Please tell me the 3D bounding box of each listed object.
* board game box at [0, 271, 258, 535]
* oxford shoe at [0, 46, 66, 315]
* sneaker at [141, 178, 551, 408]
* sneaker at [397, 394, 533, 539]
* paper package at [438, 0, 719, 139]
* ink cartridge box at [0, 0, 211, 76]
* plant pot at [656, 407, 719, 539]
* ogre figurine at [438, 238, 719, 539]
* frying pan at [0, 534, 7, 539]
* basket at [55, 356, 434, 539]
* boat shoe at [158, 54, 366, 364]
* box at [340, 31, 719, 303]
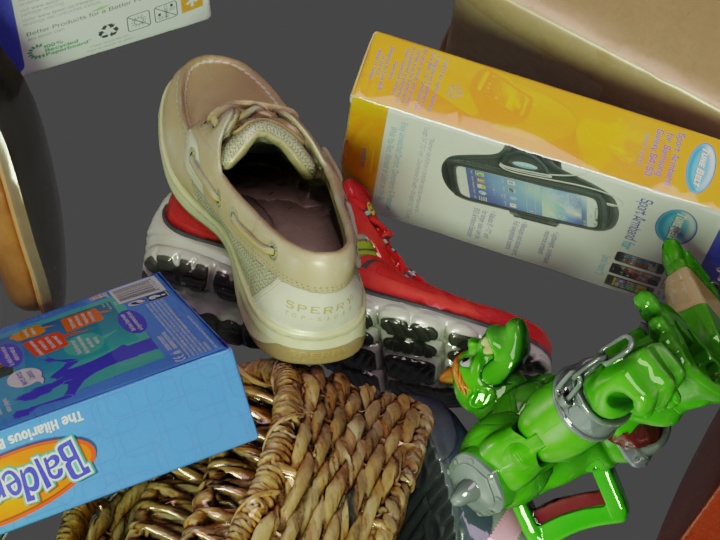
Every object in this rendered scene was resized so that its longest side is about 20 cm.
[{"bbox_3d":[-0.157,0.067,1.054,0.199,0.152,0.045,-19,106,-11],"label":"board game box"},{"bbox_3d":[-0.185,-0.062,1.133,0.071,0.201,0.071,-16,27,8],"label":"oxford shoe"},{"bbox_3d":[0.000,0.000,1.162,0.199,0.077,0.085,19,60,1],"label":"sneaker"},{"bbox_3d":[0.070,0.145,1.123,0.082,0.070,0.201,-9,68,-30],"label":"sneaker"},{"bbox_3d":[0.165,-0.144,1.211,0.199,0.104,0.191,27,68,7],"label":"paper package"},{"bbox_3d":[-0.169,-0.161,1.141,0.197,0.200,0.047,-17,57,-11],"label":"ink cartridge box"},{"bbox_3d":[0.233,0.102,1.051,0.200,0.200,0.176,39,59,11],"label":"plant pot"},{"bbox_3d":[0.101,0.056,1.074,0.120,0.200,0.098,-34,105,17],"label":"ogre figurine"},{"bbox_3d":[-0.204,0.059,1.149,0.114,0.031,0.191,13,72,1],"label":"frying pan"},{"bbox_3d":[-0.065,0.124,1.037,0.148,0.143,0.200,19,42,3],"label":"basket"},{"bbox_3d":[-0.042,-0.044,1.112,0.072,0.065,0.200,-6,40,-16],"label":"boat shoe"},{"bbox_3d":[0.090,-0.041,1.157,0.199,0.119,0.042,16,68,2],"label":"box"}]
